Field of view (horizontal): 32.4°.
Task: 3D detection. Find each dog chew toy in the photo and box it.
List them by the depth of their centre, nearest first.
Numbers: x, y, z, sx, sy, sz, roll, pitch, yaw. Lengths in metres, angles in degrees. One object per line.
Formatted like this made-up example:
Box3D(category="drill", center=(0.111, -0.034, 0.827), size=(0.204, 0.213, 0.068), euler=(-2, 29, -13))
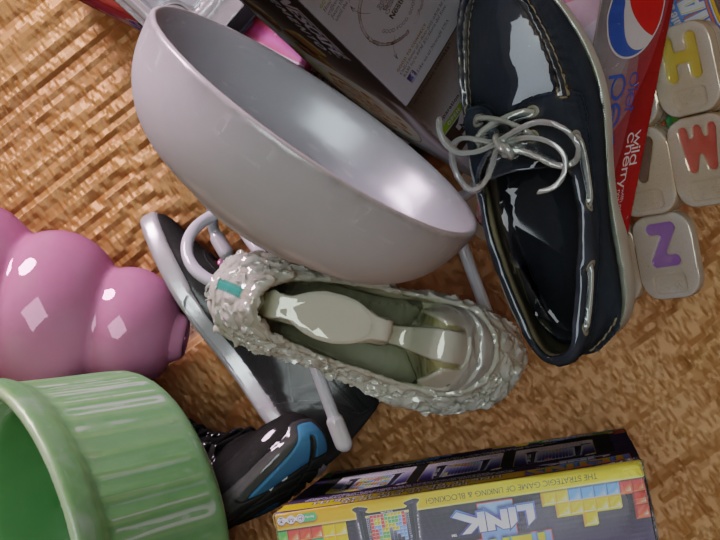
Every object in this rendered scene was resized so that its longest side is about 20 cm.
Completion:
Box3D(category="dog chew toy", center=(-0.209, 0.024, 0.795), size=(0.199, 0.125, 0.125), euler=(10, 91, 1))

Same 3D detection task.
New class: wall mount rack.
Box3D(category="wall mount rack", center=(0.000, 0.000, 0.737), size=(0.199, 0.075, 0.174), euler=(-23, 57, -21))

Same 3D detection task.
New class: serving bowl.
Box3D(category="serving bowl", center=(-0.038, -0.054, 0.645), size=(0.200, 0.200, 0.066), euler=(38, 106, 7))

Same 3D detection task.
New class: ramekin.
Box3D(category="ramekin", center=(-0.160, 0.154, 0.718), size=(0.200, 0.097, 0.201), euler=(15, 109, 50))

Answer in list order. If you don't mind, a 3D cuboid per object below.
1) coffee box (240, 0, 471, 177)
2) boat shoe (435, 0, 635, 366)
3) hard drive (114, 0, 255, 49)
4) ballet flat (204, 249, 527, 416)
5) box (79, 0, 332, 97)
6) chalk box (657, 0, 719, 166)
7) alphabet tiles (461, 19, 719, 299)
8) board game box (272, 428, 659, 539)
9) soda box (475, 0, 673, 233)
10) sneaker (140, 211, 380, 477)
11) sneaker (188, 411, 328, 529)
Box3D(category="coffee box", center=(0.005, -0.143, 0.668), size=(0.114, 0.200, 0.080), euler=(34, 88, 40))
Box3D(category="boat shoe", center=(0.084, -0.051, 0.617), size=(0.075, 0.062, 0.201), euler=(-5, 103, 33))
Box3D(category="hard drive", center=(-0.121, -0.229, 0.725), size=(0.200, 0.038, 0.140), euler=(43, 93, 7))
Box3D(category="ballet flat", center=(0.014, 0.038, 0.671), size=(0.199, 0.072, 0.072), euler=(14, 92, -22))
Box3D(category="box", center=(-0.099, -0.188, 0.787), size=(0.199, 0.095, 0.100), euler=(27, 93, 8))
Box3D(category="chalk box", center=(0.236, -0.135, 0.702), size=(0.200, 0.124, 0.124), euler=(-20, 86, 41))
Box3D(category="alphabet tiles", center=(0.130, -0.075, 0.726), size=(0.200, 0.015, 0.197), euler=(-8, 94, 49))
Box3D(category="board game box", center=(0.066, 0.141, 0.724), size=(0.199, 0.165, 0.057), euler=(-10, 88, 9))
Box3D(category="soda box", center=(0.117, -0.112, 0.664), size=(0.063, 0.070, 0.201), euler=(28, 120, 40))
Box3D(category="sneaker", center=(-0.052, 0.024, 0.797), size=(0.099, 0.071, 0.200), euler=(-38, 84, -1))
Box3D(category="sneaker", center=(-0.100, 0.126, 0.765), size=(0.200, 0.073, 0.082), euler=(-36, 72, 38))
